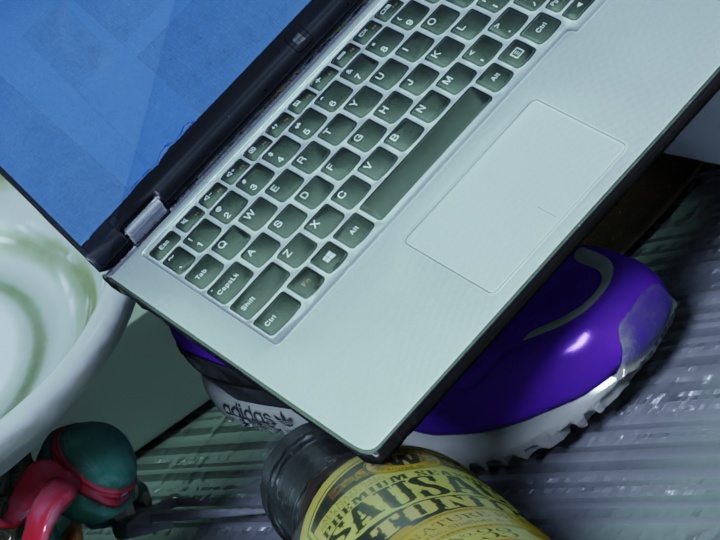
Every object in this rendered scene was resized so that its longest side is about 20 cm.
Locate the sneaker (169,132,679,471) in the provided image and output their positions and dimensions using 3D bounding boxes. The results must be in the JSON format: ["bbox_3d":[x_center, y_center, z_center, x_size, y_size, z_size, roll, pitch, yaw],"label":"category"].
[{"bbox_3d":[0.000,0.000,0.746,0.200,0.100,0.070,-1,39,45],"label":"sneaker"}]

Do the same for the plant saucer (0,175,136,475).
[{"bbox_3d":[-0.159,0.032,0.787,0.199,0.050,0.201,-13,37,10],"label":"plant saucer"}]

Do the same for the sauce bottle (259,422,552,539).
[{"bbox_3d":[0.013,0.082,0.638,0.066,0.066,0.200,-46,20,-5],"label":"sauce bottle"}]

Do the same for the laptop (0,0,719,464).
[{"bbox_3d":[-0.018,-0.084,0.682,0.187,0.116,0.200,-47,47,-12],"label":"laptop"}]

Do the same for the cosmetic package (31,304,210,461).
[{"bbox_3d":[-0.104,0.039,1.003,0.200,0.051,0.083,-35,21,25],"label":"cosmetic package"}]

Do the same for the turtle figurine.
[{"bbox_3d":[-0.114,0.108,0.814,0.200,0.101,0.150,-41,18,27],"label":"turtle figurine"}]

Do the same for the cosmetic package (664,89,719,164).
[{"bbox_3d":[0.141,-0.101,0.739,0.151,0.052,0.200,-51,30,-13],"label":"cosmetic package"}]

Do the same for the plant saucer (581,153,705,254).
[{"bbox_3d":[0.055,-0.040,0.868,0.200,0.035,0.200,-38,19,16],"label":"plant saucer"}]
